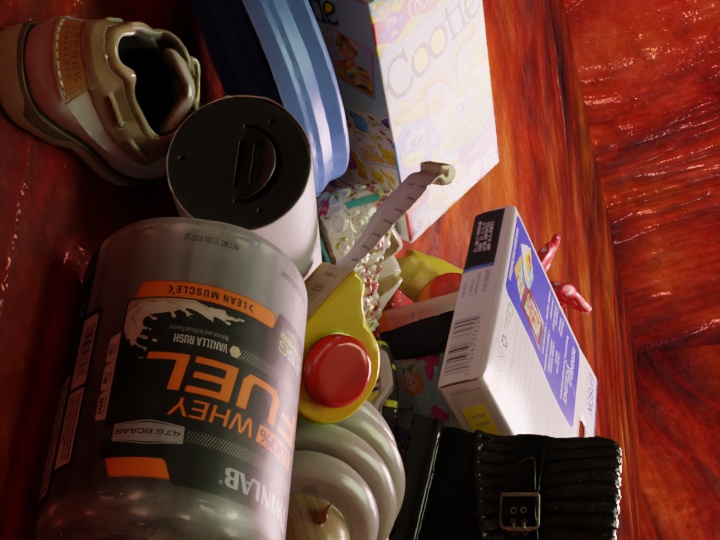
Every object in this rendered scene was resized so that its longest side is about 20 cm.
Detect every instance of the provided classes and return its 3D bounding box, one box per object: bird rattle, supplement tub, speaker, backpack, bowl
[{"bbox_3d":[0.105,0.036,1.324,0.162,0.198,0.114,-17,100,-49],"label":"bird rattle"},{"bbox_3d":[-0.092,0.085,0.703,0.123,0.121,0.202,62,26,-51],"label":"supplement tub"},{"bbox_3d":[-0.062,-0.022,0.831,0.200,0.080,0.082,89,0,-70],"label":"speaker"},{"bbox_3d":[0.063,0.144,1.156,0.177,0.149,0.203,11,62,-81],"label":"backpack"},{"bbox_3d":[-0.062,-0.141,0.880,0.202,0.039,0.201,62,-12,22],"label":"bowl"}]

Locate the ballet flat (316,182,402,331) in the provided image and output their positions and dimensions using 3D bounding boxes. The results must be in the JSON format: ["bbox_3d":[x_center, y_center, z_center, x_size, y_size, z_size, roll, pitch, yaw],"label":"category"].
[{"bbox_3d":[0.000,0.000,0.980,0.076,0.063,0.200,62,-10,18],"label":"ballet flat"}]

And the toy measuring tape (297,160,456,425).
[{"bbox_3d":[0.000,0.027,0.833,0.200,0.073,0.074,-48,143,-16],"label":"toy measuring tape"}]

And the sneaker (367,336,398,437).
[{"bbox_3d":[-0.014,0.133,1.017,0.076,0.075,0.202,95,1,-57],"label":"sneaker"}]

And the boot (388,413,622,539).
[{"bbox_3d":[0.093,0.204,0.953,0.080,0.155,0.214,86,15,-74],"label":"boot"}]

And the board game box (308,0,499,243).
[{"bbox_3d":[0.018,-0.139,0.951,0.103,0.104,0.202,-41,142,-25],"label":"board game box"}]

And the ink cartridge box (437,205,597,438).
[{"bbox_3d":[0.129,0.088,1.102,0.199,0.046,0.201,-74,144,-49],"label":"ink cartridge box"}]

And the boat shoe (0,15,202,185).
[{"bbox_3d":[-0.121,-0.091,0.776,0.200,0.067,0.076,7,77,-74],"label":"boat shoe"}]

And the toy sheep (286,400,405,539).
[{"bbox_3d":[-0.033,0.132,0.889,0.201,0.136,0.140,-99,174,-64],"label":"toy sheep"}]

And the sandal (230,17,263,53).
[{"bbox_3d":[-0.078,-0.249,0.958,0.050,0.081,0.206,-37,116,-71],"label":"sandal"}]
